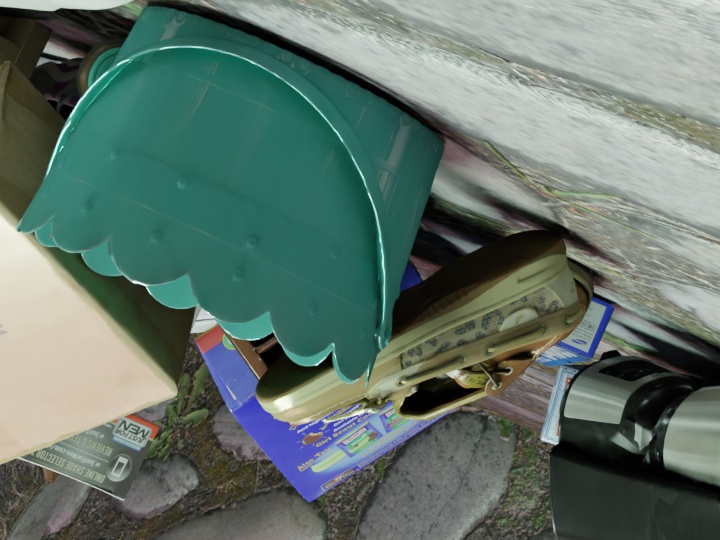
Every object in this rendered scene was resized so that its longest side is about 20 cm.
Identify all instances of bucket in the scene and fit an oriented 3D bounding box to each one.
[{"bbox_3d":[-0.062,-0.039,1.054,0.207,0.135,0.207,23,176,2],"label":"bucket"}]

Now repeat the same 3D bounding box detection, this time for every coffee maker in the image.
[{"bbox_3d":[0.221,0.158,1.319,0.134,0.193,0.200,20,172,-33],"label":"coffee maker"}]

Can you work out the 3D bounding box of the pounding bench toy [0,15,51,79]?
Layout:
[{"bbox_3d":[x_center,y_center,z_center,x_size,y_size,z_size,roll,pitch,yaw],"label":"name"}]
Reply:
[{"bbox_3d":[-0.318,-0.099,1.267,0.156,0.200,0.124,26,177,-26],"label":"pounding bench toy"}]

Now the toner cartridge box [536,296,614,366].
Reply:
[{"bbox_3d":[0.119,0.031,1.473,0.095,0.043,0.200,26,175,0],"label":"toner cartridge box"}]

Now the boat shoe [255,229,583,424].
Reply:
[{"bbox_3d":[0.037,0.045,1.160,0.063,0.200,0.073,68,171,-20],"label":"boat shoe"}]

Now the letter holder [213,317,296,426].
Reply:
[{"bbox_3d":[0.000,0.000,1.302,0.101,0.142,0.200,55,-168,-4],"label":"letter holder"}]

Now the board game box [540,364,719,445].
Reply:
[{"bbox_3d":[0.235,0.113,1.503,0.199,0.062,0.200,15,-172,1],"label":"board game box"}]

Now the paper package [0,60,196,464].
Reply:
[{"bbox_3d":[-0.222,0.004,1.194,0.190,0.104,0.200,-21,129,27],"label":"paper package"}]

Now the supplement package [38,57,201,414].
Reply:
[{"bbox_3d":[-0.199,-0.029,1.449,0.150,0.200,0.152,28,174,-40],"label":"supplement package"}]

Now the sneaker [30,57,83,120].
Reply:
[{"bbox_3d":[-0.165,-0.082,1.261,0.199,0.078,0.140,13,-167,18],"label":"sneaker"}]

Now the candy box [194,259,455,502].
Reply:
[{"bbox_3d":[-0.013,0.072,1.530,0.077,0.169,0.200,57,179,29],"label":"candy box"}]

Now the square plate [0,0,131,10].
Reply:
[{"bbox_3d":[-0.227,-0.177,1.014,0.200,0.029,0.198,28,174,-29],"label":"square plate"}]

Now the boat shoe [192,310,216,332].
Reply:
[{"bbox_3d":[-0.103,0.001,1.588,0.199,0.074,0.067,-4,139,30],"label":"boat shoe"}]

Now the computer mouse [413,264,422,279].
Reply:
[{"bbox_3d":[-0.009,-0.022,1.577,0.200,0.046,0.140,30,167,-19],"label":"computer mouse"}]

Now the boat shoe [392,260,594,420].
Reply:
[{"bbox_3d":[0.086,0.052,1.339,0.072,0.068,0.200,31,149,-12],"label":"boat shoe"}]

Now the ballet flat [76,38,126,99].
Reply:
[{"bbox_3d":[-0.088,-0.079,1.185,0.200,0.068,0.068,28,-177,-30],"label":"ballet flat"}]

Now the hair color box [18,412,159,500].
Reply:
[{"bbox_3d":[-0.251,0.094,1.466,0.111,0.064,0.200,30,175,-43],"label":"hair color box"}]
